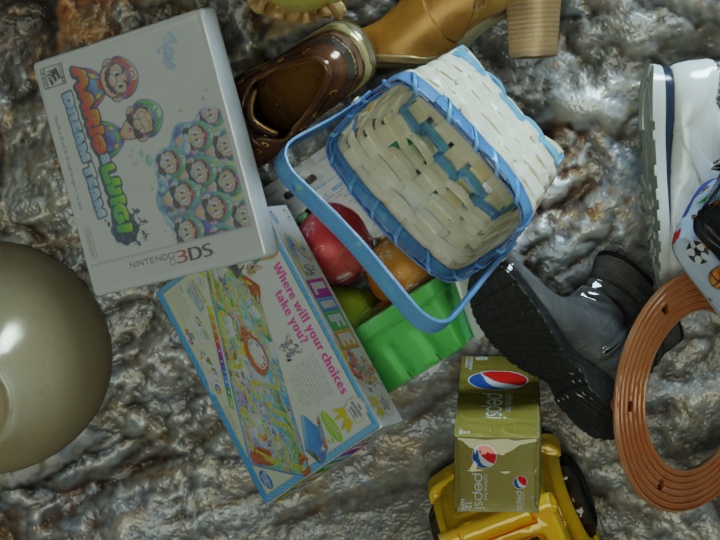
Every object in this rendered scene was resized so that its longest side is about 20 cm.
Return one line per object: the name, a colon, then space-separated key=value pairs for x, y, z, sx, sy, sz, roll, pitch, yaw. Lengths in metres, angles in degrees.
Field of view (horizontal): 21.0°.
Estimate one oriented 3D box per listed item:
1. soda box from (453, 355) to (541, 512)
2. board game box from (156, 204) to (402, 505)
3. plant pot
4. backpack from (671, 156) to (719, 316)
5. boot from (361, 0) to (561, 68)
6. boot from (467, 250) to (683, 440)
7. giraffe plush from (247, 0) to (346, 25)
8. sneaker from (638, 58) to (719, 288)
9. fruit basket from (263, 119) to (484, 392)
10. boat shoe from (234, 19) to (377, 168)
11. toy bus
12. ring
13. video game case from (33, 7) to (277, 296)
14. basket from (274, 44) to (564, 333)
soda box: x=0.111 y=0.129 z=1.561 sx=0.067 sy=0.200 sz=0.064 roll=0 pitch=106 yaw=5
board game box: x=-0.068 y=0.068 z=1.556 sx=0.134 sy=0.034 sz=0.201 roll=-36 pitch=75 yaw=30
plant pot: x=-0.319 y=0.088 z=1.616 sx=0.199 sy=0.135 sz=0.201 roll=1 pitch=105 yaw=4
backpack: x=0.343 y=-0.033 z=1.477 sx=0.154 sy=0.191 sz=0.200 roll=-18 pitch=117 yaw=48
boot: x=0.064 y=-0.236 z=1.541 sx=0.200 sy=0.071 sz=0.145 roll=-3 pitch=92 yaw=14
boot: x=0.173 y=0.029 z=1.566 sx=0.070 sy=0.132 sz=0.200 roll=-10 pitch=129 yaw=46
giraffe plush: x=-0.067 y=-0.266 z=1.495 sx=0.162 sy=0.173 sz=0.200 roll=29 pitch=114 yaw=-12
sneaker: x=0.269 y=-0.069 z=1.565 sx=0.080 sy=0.076 sz=0.201 roll=-3 pitch=107 yaw=-5
fruit basket: x=0.000 y=0.000 z=1.595 sx=0.185 sy=0.094 sz=0.200 roll=-34 pitch=84 yaw=17
boat shoe: x=-0.076 y=-0.129 z=1.545 sx=0.200 sy=0.068 sz=0.072 roll=-33 pitch=93 yaw=36
toy bus: x=0.144 y=0.263 z=1.603 sx=0.135 sy=0.192 sz=0.201 roll=-22 pitch=105 yaw=8
ring: x=0.266 y=0.096 z=1.572 sx=0.019 sy=0.200 sz=0.201 roll=10 pitch=112 yaw=45
video game case: x=-0.167 y=-0.092 z=1.558 sx=0.181 sy=0.024 sz=0.201 roll=-12 pitch=94 yaw=33
basket: x=0.049 y=-0.062 z=1.460 sx=0.176 sy=0.200 sz=0.139 roll=50 pitch=134 yaw=2
